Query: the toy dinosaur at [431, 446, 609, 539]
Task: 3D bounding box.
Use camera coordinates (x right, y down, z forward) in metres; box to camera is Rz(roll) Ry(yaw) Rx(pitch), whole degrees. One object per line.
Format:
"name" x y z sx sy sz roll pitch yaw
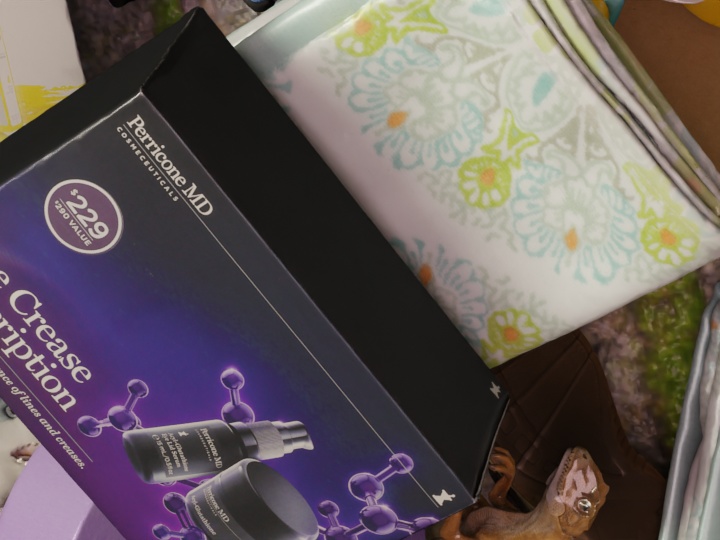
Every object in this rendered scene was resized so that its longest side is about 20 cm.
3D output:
"toy dinosaur" 0.043 0.131 0.955 0.106 0.060 0.200 34 149 2

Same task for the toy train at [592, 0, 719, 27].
"toy train" 0.117 -0.153 0.903 0.199 0.056 0.151 -15 62 -18

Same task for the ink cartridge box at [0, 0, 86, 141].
"ink cartridge box" -0.201 -0.076 0.935 0.125 0.128 0.201 -17 95 -33

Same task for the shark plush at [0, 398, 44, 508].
"shark plush" -0.231 0.070 0.982 0.199 0.091 0.084 14 73 24

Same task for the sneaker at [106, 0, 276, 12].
"sneaker" -0.119 -0.165 0.966 0.199 0.079 0.090 18 102 4

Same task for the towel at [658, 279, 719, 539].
"towel" 0.220 0.110 0.965 0.170 0.048 0.201 8 99 -15

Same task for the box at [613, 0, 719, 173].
"box" 0.084 -0.108 0.917 0.199 0.164 0.021 25 147 4

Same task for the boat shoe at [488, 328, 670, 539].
"boat shoe" 0.085 0.082 0.982 0.073 0.065 0.200 -39 105 -21

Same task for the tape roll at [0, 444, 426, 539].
"tape roll" -0.065 0.144 0.968 0.066 0.199 0.201 11 104 52

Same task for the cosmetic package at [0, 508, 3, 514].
"cosmetic package" -0.163 0.172 1.045 0.112 0.081 0.201 -23 99 13

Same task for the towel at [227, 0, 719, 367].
"towel" 0.026 -0.040 0.846 0.200 0.048 0.171 -27 109 34

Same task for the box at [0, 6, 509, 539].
"box" -0.059 0.023 0.831 0.141 0.079 0.200 -31 108 26
